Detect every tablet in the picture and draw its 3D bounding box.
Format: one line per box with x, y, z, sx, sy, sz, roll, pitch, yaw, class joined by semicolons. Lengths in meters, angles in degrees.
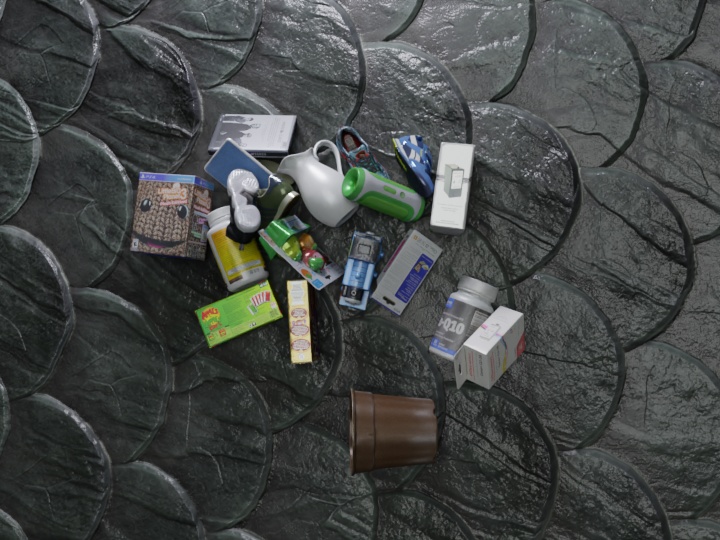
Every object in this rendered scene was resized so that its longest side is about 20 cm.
-0.276;-0.223;1.688;0.200;0.014;0.130;40;131;-14;tablet

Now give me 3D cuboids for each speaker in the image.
0.056;-0.180;1.649;0.200;0.088;0.089;18;88;-32;speaker

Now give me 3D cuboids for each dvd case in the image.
-0.267;-0.338;1.717;0.200;0.025;0.150;3;47;4;dvd case

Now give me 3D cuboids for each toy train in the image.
0.000;0.000;1.673;0.087;0.114;0.200;14;87;6;toy train

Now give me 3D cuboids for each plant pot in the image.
0.074;0.379;1.615;0.198;0.200;0.201;1;87;-3;plant pot

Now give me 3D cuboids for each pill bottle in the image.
0.251;0.121;1.647;0.114;0.114;0.200;21;88;5;pill bottle
-0.310;-0.055;1.704;0.109;0.109;0.200;-23;86;3;pill bottle

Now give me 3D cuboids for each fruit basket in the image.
-0.135;-0.047;1.655;0.200;0.185;0.094;38;112;8;fruit basket

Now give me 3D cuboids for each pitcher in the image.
-0.081;-0.220;1.700;0.172;0.121;0.200;-39;85;-26;pitcher

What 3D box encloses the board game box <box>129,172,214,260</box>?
-0.468;-0.133;1.712;0.159;0.097;0.200;5;87;17;board game box

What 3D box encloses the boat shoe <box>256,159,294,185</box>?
-0.266;-0.240;1.738;0.201;0.063;0.074;12;48;-4;boat shoe

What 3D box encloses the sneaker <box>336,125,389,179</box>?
-0.001;-0.271;1.699;0.079;0.096;0.200;-37;85;2;sneaker

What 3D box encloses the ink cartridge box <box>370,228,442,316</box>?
0.110;0.004;1.687;0.095;0.037;0.200;34;87;-21;ink cartridge box

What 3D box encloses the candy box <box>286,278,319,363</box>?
-0.140;0.123;1.676;0.056;0.117;0.200;-5;86;5;candy box

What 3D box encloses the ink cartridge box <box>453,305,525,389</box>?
0.300;0.189;1.589;0.067;0.117;0.200;21;48;38;ink cartridge box

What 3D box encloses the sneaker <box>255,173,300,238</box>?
-0.221;-0.160;1.677;0.090;0.200;0.067;49;49;2;sneaker

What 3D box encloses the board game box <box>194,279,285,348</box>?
-0.301;0.109;1.724;0.200;0.048;0.102;-24;85;2;board game box

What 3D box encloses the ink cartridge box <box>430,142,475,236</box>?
0.220;-0.192;1.652;0.084;0.146;0.200;8;87;6;ink cartridge box

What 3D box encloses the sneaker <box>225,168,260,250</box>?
-0.285;-0.142;1.626;0.075;0.114;0.200;5;50;-22;sneaker

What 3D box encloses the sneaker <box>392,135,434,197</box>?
0.143;-0.261;1.668;0.082;0.074;0.200;-17;55;-7;sneaker
